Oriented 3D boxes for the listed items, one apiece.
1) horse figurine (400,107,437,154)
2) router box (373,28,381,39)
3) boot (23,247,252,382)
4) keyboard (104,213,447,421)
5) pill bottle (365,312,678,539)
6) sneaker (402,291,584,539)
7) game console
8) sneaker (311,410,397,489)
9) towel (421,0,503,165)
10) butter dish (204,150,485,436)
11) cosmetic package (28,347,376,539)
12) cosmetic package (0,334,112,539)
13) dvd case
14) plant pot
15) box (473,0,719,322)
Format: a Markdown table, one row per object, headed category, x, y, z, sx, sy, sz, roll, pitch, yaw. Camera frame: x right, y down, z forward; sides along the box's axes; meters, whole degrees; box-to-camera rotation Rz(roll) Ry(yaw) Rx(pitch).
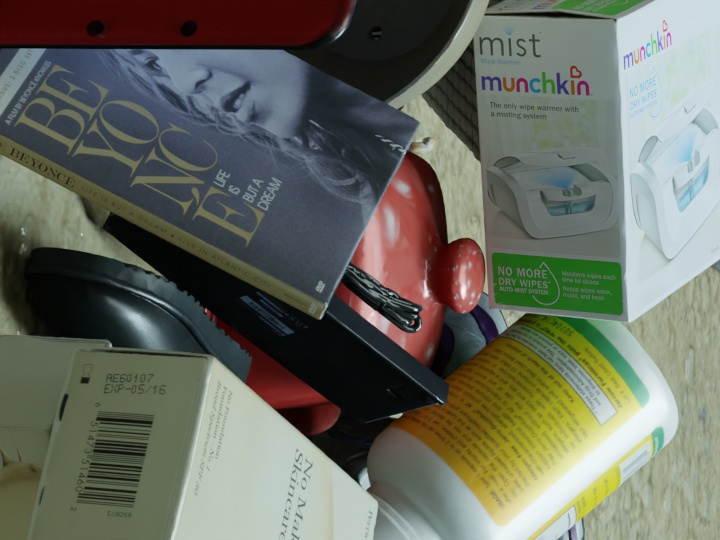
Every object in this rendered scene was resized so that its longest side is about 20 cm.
| category | x | y | z | sx | sy | sz | roll | pitch | yaw |
| --- | --- | --- | --- | --- | --- | --- | --- | --- | --- |
| horse figurine | 0.020 | -0.031 | 1.823 | 0.133 | 0.050 | 0.200 | -54 | 142 | -58 |
| router box | -0.009 | -0.254 | 1.730 | 0.149 | 0.051 | 0.200 | 34 | 61 | -62 |
| boot | -0.125 | 0.093 | 1.469 | 0.198 | 0.073 | 0.163 | 43 | 58 | -58 |
| keyboard | -0.031 | 0.011 | 1.502 | 0.200 | 0.127 | 0.021 | 38 | 58 | -26 |
| pill bottle | 0.076 | 0.112 | 1.656 | 0.200 | 0.113 | 0.113 | -39 | 137 | -17 |
| sneaker | 0.063 | 0.106 | 1.747 | 0.087 | 0.074 | 0.200 | -3 | 61 | -39 |
| game console | -0.066 | -0.163 | 1.413 | 0.172 | 0.200 | 0.119 | -3 | 95 | -67 |
| sneaker | -0.011 | 0.145 | 1.757 | 0.200 | 0.074 | 0.087 | -32 | 133 | -56 |
| towel | 0.088 | -0.174 | 1.811 | 0.200 | 0.085 | 0.166 | -127 | -149 | -62 |
| butter dish | 0.000 | 0.000 | 1.651 | 0.199 | 0.148 | 0.200 | 2 | 90 | -66 |
| cosmetic package | -0.068 | 0.118 | 1.313 | 0.200 | 0.073 | 0.104 | 44 | 53 | -58 |
| cosmetic package | -0.151 | 0.131 | 1.359 | 0.073 | 0.103 | 0.200 | -58 | 142 | -49 |
| dvd case | -0.082 | -0.072 | 1.418 | 0.016 | 0.200 | 0.149 | -62 | -179 | 45 |
| plant pot | -0.010 | -0.169 | 1.558 | 0.134 | 0.200 | 0.201 | 9 | 83 | -72 |
| box | 0.150 | -0.084 | 1.673 | 0.200 | 0.097 | 0.177 | -28 | 119 | -57 |
